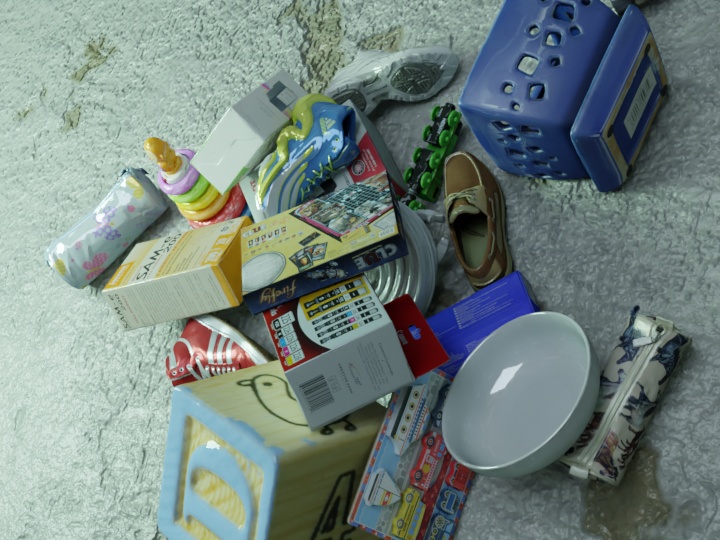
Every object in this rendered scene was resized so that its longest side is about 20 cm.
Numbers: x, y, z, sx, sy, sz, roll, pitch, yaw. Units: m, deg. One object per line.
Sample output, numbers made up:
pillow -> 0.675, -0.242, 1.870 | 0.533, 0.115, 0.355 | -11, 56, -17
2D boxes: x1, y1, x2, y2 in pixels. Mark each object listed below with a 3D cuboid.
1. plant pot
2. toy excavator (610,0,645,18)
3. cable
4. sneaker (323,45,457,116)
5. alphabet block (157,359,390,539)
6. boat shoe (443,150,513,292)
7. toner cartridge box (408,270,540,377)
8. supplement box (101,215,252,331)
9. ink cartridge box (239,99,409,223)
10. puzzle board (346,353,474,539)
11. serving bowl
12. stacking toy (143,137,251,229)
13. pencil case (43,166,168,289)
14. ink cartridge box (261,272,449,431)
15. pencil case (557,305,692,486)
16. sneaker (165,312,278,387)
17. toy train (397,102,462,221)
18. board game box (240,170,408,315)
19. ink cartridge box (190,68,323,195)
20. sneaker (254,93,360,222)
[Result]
plant pot -> 0.255, -0.218, 1.491 | 0.178, 0.200, 0.202 | 21, 80, 29
toy excavator -> 0.311, -0.448, 1.555 | 0.099, 0.200, 0.196 | -28, 56, 16
cable -> 0.000, 0.000, 1.576 | 0.198, 0.069, 0.203 | 18, 101, 18
sneaker -> 0.039, -0.281, 1.724 | 0.197, 0.078, 0.100 | -14, 42, 15
alphabet block -> -0.096, 0.237, 1.440 | 0.194, 0.199, 0.199 | 29, 117, 37
boat shoe -> 0.143, -0.069, 1.560 | 0.075, 0.074, 0.202 | -25, 57, 19
toner cartridge box -> 0.128, 0.090, 1.514 | 0.198, 0.043, 0.096 | -28, 55, 17
supplement box -> -0.244, 0.004, 1.730 | 0.198, 0.074, 0.127 | -13, 29, 25
ink cartridge box -> -0.050, -0.109, 1.691 | 0.199, 0.083, 0.147 | -35, 55, 13
puzzle board -> 0.076, 0.217, 1.422 | 0.017, 0.150, 0.202 | 2, 67, 53
serving bowl -> 0.185, 0.146, 1.369 | 0.199, 0.066, 0.202 | -32, 35, 25
stacking toy -> -0.240, -0.130, 1.743 | 0.110, 0.200, 0.116 | -48, 54, 2
pencil case -> -0.383, -0.064, 1.869 | 0.200, 0.091, 0.083 | -44, 53, 7
ink cartridge box -> -0.011, 0.068, 1.418 | 0.174, 0.085, 0.200 | -25, 26, -3
pencil case -> 0.288, 0.142, 1.363 | 0.077, 0.089, 0.202 | 26, 83, 29
sneaker -> -0.187, 0.133, 1.669 | 0.199, 0.071, 0.113 | 28, 80, 45
toy train -> 0.086, -0.124, 1.631 | 0.041, 0.056, 0.202 | 19, 81, 35
board game box -> -0.046, -0.035, 1.476 | 0.198, 0.035, 0.136 | -21, 36, 10
ink cartridge box -> -0.139, -0.200, 1.707 | 0.067, 0.200, 0.117 | 42, 125, -1
sneaker -> -0.064, -0.141, 1.615 | 0.104, 0.076, 0.202 | 8, 71, 33
